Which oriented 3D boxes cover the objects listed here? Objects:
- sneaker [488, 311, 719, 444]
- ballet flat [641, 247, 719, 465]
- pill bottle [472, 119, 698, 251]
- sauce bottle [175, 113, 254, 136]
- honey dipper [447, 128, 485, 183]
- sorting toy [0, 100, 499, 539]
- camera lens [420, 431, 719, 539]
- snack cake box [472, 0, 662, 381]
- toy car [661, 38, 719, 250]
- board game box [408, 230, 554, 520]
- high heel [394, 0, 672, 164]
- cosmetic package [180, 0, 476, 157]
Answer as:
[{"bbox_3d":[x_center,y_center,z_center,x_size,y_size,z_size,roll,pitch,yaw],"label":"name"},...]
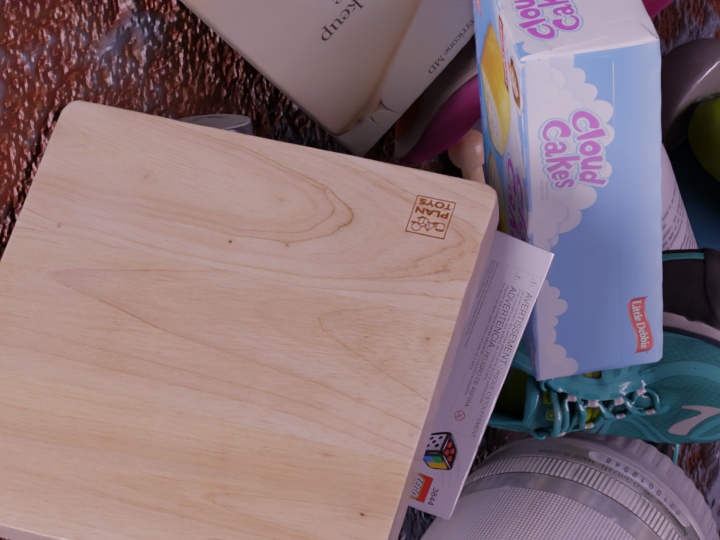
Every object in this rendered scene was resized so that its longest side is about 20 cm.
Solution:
[{"bbox_3d":[0.121,0.068,1.455,0.080,0.200,0.078,-47,135,-58],"label":"sneaker"},{"bbox_3d":[0.159,0.070,1.527,0.068,0.068,0.200,-91,-167,-62],"label":"ballet flat"},{"bbox_3d":[0.134,-0.020,1.558,0.113,0.113,0.200,-62,143,-36],"label":"pill bottle"},{"bbox_3d":[-0.063,0.027,1.264,0.066,0.066,0.200,-23,114,-58],"label":"sauce bottle"},{"bbox_3d":[0.075,-0.002,1.506,0.038,0.038,0.200,-58,148,-40],"label":"honey dipper"},{"bbox_3d":[-0.060,0.045,1.149,0.070,0.200,0.199,75,30,-61],"label":"sorting toy"},{"bbox_3d":[0.096,0.196,1.469,0.200,0.160,0.160,-51,135,-46],"label":"camera lens"},{"bbox_3d":[0.099,-0.059,1.289,0.115,0.067,0.200,-103,-175,-49],"label":"snack cake box"},{"bbox_3d":[0.262,-0.054,1.770,0.150,0.175,0.200,-55,159,21],"label":"toy car"},{"bbox_3d":[0.039,0.040,1.258,0.200,0.035,0.126,-145,-103,-84],"label":"board game box"},{"bbox_3d":[0.086,-0.108,1.391,0.200,0.096,0.067,122,-27,-50],"label":"high heel"},{"bbox_3d":[-0.031,-0.145,1.252,0.104,0.073,0.200,-49,145,2],"label":"cosmetic package"}]
